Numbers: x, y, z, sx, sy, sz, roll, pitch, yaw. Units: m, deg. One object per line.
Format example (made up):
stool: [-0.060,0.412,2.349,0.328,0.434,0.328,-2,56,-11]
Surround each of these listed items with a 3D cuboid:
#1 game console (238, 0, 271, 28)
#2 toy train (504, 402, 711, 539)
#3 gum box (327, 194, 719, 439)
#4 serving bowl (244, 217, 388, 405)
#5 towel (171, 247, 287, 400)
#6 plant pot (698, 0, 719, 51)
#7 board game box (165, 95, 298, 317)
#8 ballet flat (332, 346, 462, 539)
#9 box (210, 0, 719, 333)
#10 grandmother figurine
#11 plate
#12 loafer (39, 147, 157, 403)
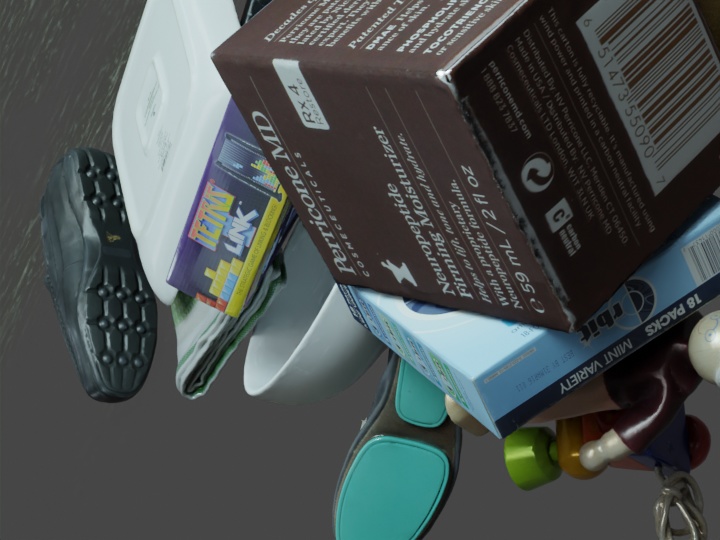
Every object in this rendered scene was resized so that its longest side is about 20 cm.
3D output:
game console: [0.035,-0.209,1.482,0.119,0.172,0.200,-18,54,62]
toy train: [0.133,0.103,1.291,0.116,0.085,0.200,-19,60,32]
gum box: [0.095,-0.002,1.240,0.170,0.045,0.200,-32,26,-10]
serving bowl: [0.000,0.000,1.418,0.200,0.066,0.200,-59,14,24]
towel: [-0.105,-0.033,1.532,0.149,0.031,0.200,-52,39,43]
plant pot: [0.205,-0.161,1.303,0.186,0.186,0.200,46,112,41]
board game box: [-0.043,-0.093,1.373,0.165,0.057,0.200,-60,-3,-41]
ballet flat: [0.035,0.090,1.379,0.073,0.073,0.200,41,124,41]
box: [0.066,-0.090,1.186,0.164,0.166,0.200,-44,31,-25]
grandmother figurine: [0.141,0.052,1.208,0.200,0.061,0.121,-11,59,36]
plate: [-0.131,-0.112,1.542,0.200,0.032,0.200,-108,33,-47]
loafer: [-0.191,0.008,1.606,0.070,0.068,0.201,-40,51,42]
